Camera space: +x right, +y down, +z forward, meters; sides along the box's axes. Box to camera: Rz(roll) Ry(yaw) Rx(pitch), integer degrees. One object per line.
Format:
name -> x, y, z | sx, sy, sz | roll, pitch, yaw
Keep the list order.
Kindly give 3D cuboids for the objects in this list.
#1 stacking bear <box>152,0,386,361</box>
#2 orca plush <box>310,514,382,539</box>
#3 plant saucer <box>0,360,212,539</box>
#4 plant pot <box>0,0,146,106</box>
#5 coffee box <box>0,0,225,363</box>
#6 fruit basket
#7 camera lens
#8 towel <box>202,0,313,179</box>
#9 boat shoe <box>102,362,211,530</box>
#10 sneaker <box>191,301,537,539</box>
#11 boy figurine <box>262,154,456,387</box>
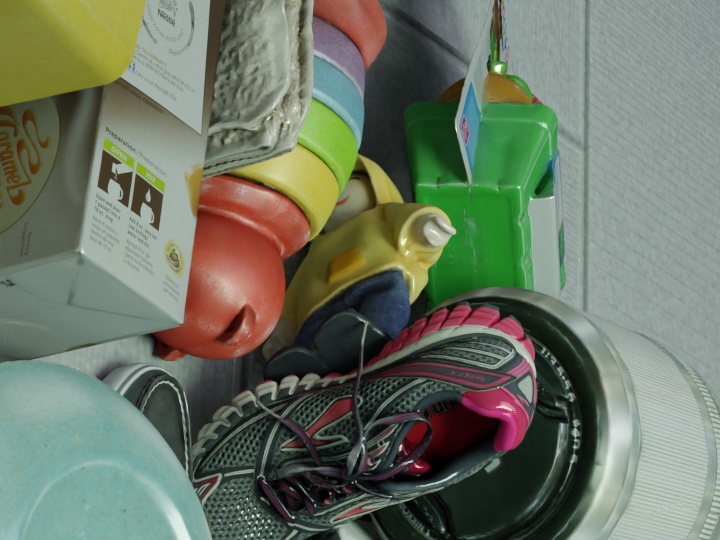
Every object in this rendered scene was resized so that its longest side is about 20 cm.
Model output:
stacking bear -> -0.061, -0.051, 1.195 | 0.113, 0.121, 0.201 | 34, 61, -37
orca plush -> 0.032, 0.191, 1.291 | 0.105, 0.071, 0.200 | 40, 11, 31
plant saucer -> -0.117, 0.134, 0.995 | 0.200, 0.039, 0.203 | 20, 63, -45
plant pot -> -0.185, -0.173, 0.997 | 0.176, 0.199, 0.201 | 46, 43, -46
coffee box -> -0.133, -0.070, 1.084 | 0.080, 0.114, 0.201 | 37, 50, -46
fruit basket -> 0.085, -0.064, 1.377 | 0.201, 0.093, 0.186 | -65, 155, -49
camera lens -> 0.104, 0.101, 1.270 | 0.200, 0.159, 0.161 | 20, 62, -57
towel -> -0.083, -0.135, 1.160 | 0.034, 0.132, 0.202 | 33, 50, -50
boat shoe -> -0.101, 0.131, 1.100 | 0.070, 0.066, 0.201 | 42, 47, -38
sneaker -> -0.007, 0.086, 1.140 | 0.081, 0.199, 0.075 | 51, 18, -25
boy figurine -> 0.000, 0.000, 1.248 | 0.064, 0.124, 0.201 | 45, 26, -22
